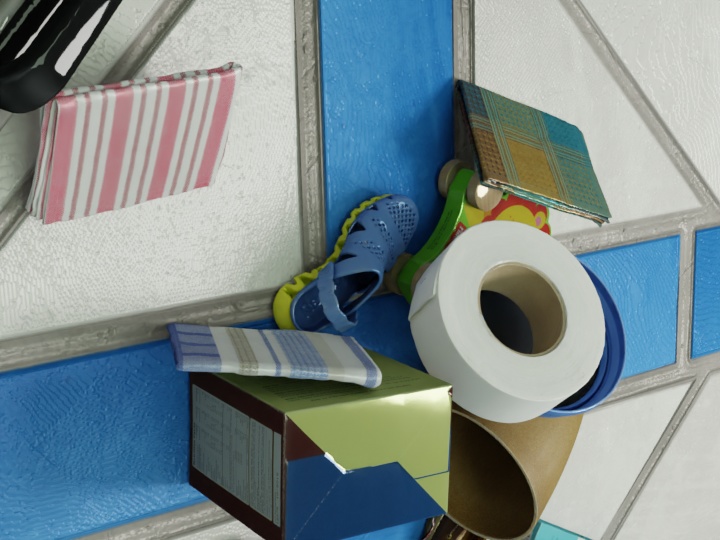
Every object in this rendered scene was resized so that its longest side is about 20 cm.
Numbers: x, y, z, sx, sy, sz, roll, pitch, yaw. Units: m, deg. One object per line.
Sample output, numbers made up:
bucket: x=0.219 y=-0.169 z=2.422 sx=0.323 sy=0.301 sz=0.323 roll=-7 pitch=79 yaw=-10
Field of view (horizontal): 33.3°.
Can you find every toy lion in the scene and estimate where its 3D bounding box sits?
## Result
toy lion: x=0.140 y=-0.019 z=1.394 sx=0.191 sy=0.068 sz=0.202 roll=41 pitch=76 yaw=-41

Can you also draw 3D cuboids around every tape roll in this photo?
tape roll: x=0.153 y=0.052 z=1.259 sx=0.199 sy=0.071 sz=0.206 roll=10 pitch=62 yaw=-20

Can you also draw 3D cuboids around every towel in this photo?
towel: x=0.197 y=-0.133 z=1.380 sx=0.198 sy=0.022 sz=0.148 roll=14 pitch=50 yaw=-35
towel: x=-0.086 y=0.083 z=1.166 sx=0.197 sy=0.147 sz=0.024 roll=5 pitch=100 yaw=-15
towel: x=-0.204 y=-0.120 z=1.098 sx=0.198 sy=0.030 sz=0.147 roll=-17 pitch=146 yaw=-35

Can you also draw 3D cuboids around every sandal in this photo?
sandal: x=0.000 y=0.000 z=1.279 sx=0.201 sy=0.087 sz=0.080 roll=-50 pitch=121 yaw=-18

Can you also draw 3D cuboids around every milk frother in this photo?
milk frother: x=-0.305 y=-0.237 z=0.959 sx=0.200 sy=0.180 sz=0.189 roll=41 pitch=75 yaw=-29

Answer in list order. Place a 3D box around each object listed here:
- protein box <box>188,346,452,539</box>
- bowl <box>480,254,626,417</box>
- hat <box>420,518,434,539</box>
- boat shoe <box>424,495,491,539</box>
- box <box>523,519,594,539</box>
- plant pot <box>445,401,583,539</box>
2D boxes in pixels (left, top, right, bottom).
protein box: x=-0.044 y=0.167 z=1.211 sx=0.196 sy=0.199 sz=0.137 roll=-5 pitch=103 yaw=-34
bowl: x=0.202 y=0.068 z=1.339 sx=0.198 sy=0.039 sz=0.204 roll=11 pitch=61 yaw=-20
hat: x=-0.034 y=0.372 z=1.327 sx=0.177 sy=0.197 sz=0.168 roll=-58 pitch=150 yaw=-47
boat shoe: x=0.098 y=0.361 z=1.434 sx=0.072 sy=0.067 sz=0.203 roll=27 pitch=84 yaw=-36
box: x=0.268 y=0.383 z=1.570 sx=0.199 sy=0.049 sz=0.083 roll=26 pitch=85 yaw=-36
plant pot: x=0.178 y=0.175 z=1.399 sx=0.200 sy=0.185 sz=0.188 roll=-41 pitch=121 yaw=-35
